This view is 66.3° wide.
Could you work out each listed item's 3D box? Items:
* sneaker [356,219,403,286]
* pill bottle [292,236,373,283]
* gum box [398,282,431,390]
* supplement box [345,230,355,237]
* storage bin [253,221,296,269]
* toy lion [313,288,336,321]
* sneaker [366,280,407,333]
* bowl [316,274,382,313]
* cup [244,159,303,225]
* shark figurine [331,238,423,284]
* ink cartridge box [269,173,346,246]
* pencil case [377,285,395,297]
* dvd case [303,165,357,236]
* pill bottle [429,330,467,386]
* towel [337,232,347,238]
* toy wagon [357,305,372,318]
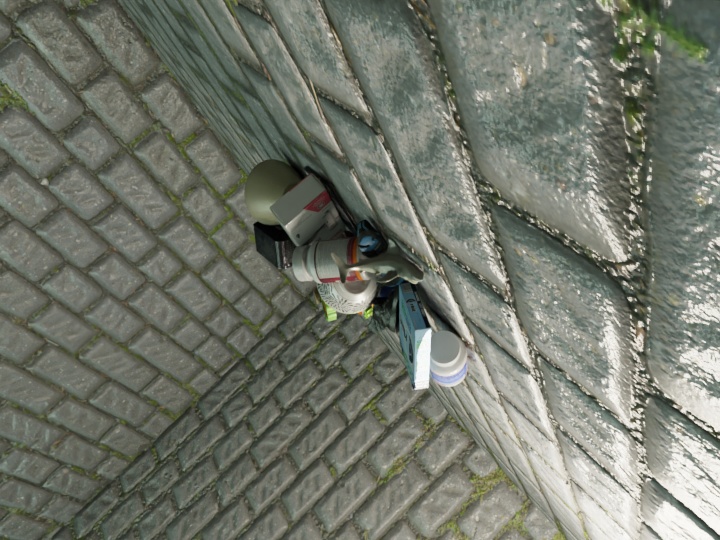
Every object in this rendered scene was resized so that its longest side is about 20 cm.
[{"bbox_3d":[0.052,-0.042,1.343,0.201,0.072,0.083,56,-167,-41],"label":"sneaker"},{"bbox_3d":[-0.069,-0.025,1.416,0.109,0.194,0.113,-4,-90,-70],"label":"pill bottle"},{"bbox_3d":[0.134,0.163,1.380,0.172,0.043,0.204,-105,9,-52],"label":"gum box"},{"bbox_3d":[0.000,0.000,1.677,0.131,0.103,0.201,42,170,45],"label":"supplement box"},{"bbox_3d":[-0.247,-0.096,1.769,0.199,0.133,0.096,34,134,48],"label":"storage bin"},{"bbox_3d":[-0.105,0.077,1.674,0.203,0.067,0.194,85,169,-48],"label":"toy lion"},{"bbox_3d":[0.073,0.098,1.521,0.103,0.059,0.204,29,130,32],"label":"sneaker"},{"bbox_3d":[-0.022,0.020,1.514,0.202,0.200,0.094,49,173,-8],"label":"bowl"},{"bbox_3d":[-0.236,-0.231,1.683,0.142,0.202,0.202,18,152,47],"label":"cup"},{"bbox_3d":[0.046,-0.027,1.263,0.128,0.208,0.092,-58,-30,-68],"label":"shark figurine"},{"bbox_3d":[-0.134,-0.138,1.476,0.083,0.146,0.201,46,174,29],"label":"ink cartridge box"},{"bbox_3d":[0.107,0.093,1.595,0.200,0.086,0.079,45,148,27],"label":"pencil case"},{"bbox_3d":[-0.075,-0.187,1.517,0.149,0.016,0.201,43,170,48],"label":"dvd case"},{"bbox_3d":[0.221,0.224,1.423,0.112,0.112,0.201,45,172,24],"label":"pill bottle"},{"bbox_3d":[-0.119,-0.101,1.623,0.023,0.144,0.202,18,-148,-56],"label":"towel"},{"bbox_3d":[-0.025,0.080,1.672,0.155,0.039,0.200,48,172,12],"label":"toy wagon"}]
